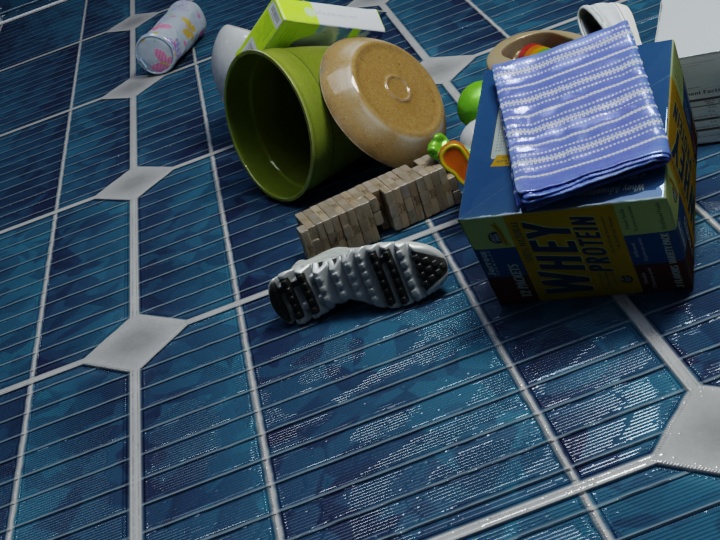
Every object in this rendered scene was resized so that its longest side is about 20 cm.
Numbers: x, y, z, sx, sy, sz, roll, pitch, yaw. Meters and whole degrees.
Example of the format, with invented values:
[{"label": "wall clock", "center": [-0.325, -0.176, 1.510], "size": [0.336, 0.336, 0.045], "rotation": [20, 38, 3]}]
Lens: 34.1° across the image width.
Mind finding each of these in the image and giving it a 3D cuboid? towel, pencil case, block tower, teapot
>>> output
[{"label": "towel", "center": [0.200, -0.149, 1.092], "size": [0.143, 0.024, 0.201], "rotation": [-18, 46, 15]}, {"label": "pencil case", "center": [-0.372, -0.459, 2.301], "size": [0.090, 0.084, 0.201], "rotation": [-15, 28, 21]}, {"label": "block tower", "center": [0.017, -0.072, 1.390], "size": [0.199, 0.054, 0.058], "rotation": [-25, 27, -11]}, {"label": "teapot", "center": [-0.142, -0.277, 1.767], "size": [0.196, 0.148, 0.199], "rotation": [22, 11, 27]}]

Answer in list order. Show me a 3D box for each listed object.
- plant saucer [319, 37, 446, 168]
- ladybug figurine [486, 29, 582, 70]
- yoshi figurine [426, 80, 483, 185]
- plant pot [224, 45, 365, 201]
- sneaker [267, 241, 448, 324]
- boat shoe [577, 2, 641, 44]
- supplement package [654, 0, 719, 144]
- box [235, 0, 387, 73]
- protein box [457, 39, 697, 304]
[{"label": "plant saucer", "center": [0.040, -0.224, 1.502], "size": [0.035, 0.200, 0.200], "rotation": [-39, 9, 44]}, {"label": "ladybug figurine", "center": [0.247, -0.265, 1.563], "size": [0.135, 0.072, 0.200], "rotation": [-25, 28, -11]}, {"label": "yoshi figurine", "center": [0.139, -0.170, 1.376], "size": [0.111, 0.113, 0.200], "rotation": [11, 17, 11]}, {"label": "plant pot", "center": [-0.049, -0.218, 1.571], "size": [0.192, 0.202, 0.200], "rotation": [-24, 26, -33]}, {"label": "sneaker", "center": [0.000, 0.000, 1.261], "size": [0.198, 0.076, 0.081], "rotation": [-9, 21, 19]}, {"label": "boat shoe", "center": [0.314, -0.259, 1.445], "size": [0.068, 0.072, 0.202], "rotation": [1, 57, -13]}, {"label": "supplement package", "center": [0.431, -0.246, 1.371], "size": [0.154, 0.112, 0.201], "rotation": [-7, 31, 23]}, {"label": "box", "center": [-0.060, -0.314, 1.624], "size": [0.199, 0.048, 0.122], "rotation": [-3, -30, -39]}, {"label": "protein box", "center": [0.219, -0.094, 1.148], "size": [0.197, 0.135, 0.201], "rotation": [-6, 51, 25]}]
